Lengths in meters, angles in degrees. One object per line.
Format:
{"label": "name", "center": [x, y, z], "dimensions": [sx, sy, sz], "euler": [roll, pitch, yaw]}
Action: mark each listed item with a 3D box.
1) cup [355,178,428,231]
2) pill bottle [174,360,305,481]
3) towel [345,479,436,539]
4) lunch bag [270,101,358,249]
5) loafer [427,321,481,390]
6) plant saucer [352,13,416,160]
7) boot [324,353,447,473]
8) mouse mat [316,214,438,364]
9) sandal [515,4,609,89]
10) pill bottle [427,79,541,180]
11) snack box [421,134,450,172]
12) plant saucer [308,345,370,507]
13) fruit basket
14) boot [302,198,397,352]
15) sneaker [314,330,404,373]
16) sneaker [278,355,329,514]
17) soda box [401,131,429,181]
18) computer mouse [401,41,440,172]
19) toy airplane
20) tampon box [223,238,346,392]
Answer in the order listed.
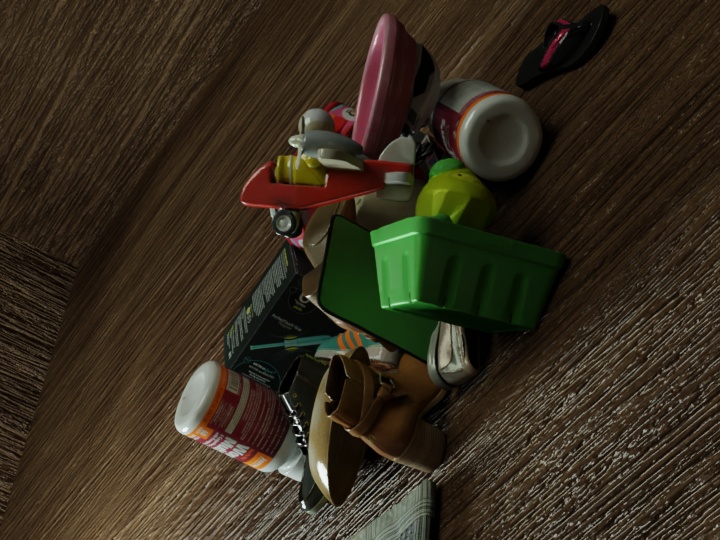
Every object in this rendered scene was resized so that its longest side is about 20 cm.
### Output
{"label": "cup", "center": [0.038, -0.050, 1.793], "dimensions": [0.201, 0.143, 0.201], "euler": [-50, 23, 30]}
{"label": "pill bottle", "center": [-0.150, 0.215, 1.821], "dimensions": [0.110, 0.199, 0.110], "euler": [-49, 23, 30]}
{"label": "towel", "center": [0.016, 0.354, 1.479], "dimensions": [0.200, 0.034, 0.193], "euler": [-45, 26, 40]}
{"label": "lunch bag", "center": [-0.045, -0.132, 1.842], "dimensions": [0.082, 0.176, 0.201], "euler": [24, 72, 26]}
{"label": "loafer", "center": [0.128, 0.048, 1.572], "dimensions": [0.063, 0.072, 0.201], "euler": [-20, 50, 42]}
{"label": "plant saucer", "center": [0.032, -0.233, 1.705], "dimensions": [0.201, 0.050, 0.202], "euler": [-168, 90, -83]}
{"label": "boot", "center": [0.024, 0.141, 1.556], "dimensions": [0.077, 0.155, 0.201], "euler": [-44, 26, 35]}
{"label": "mouse mat", "center": [0.037, 0.027, 1.609], "dimensions": [0.008, 0.199, 0.162], "euler": [-43, 27, 41]}
{"label": "sandal", "center": [0.256, -0.296, 1.720], "dimensions": [0.200, 0.045, 0.076], "euler": [-26, 40, 58]}
{"label": "pill bottle", "center": [0.156, -0.192, 1.714], "dimensions": [0.110, 0.109, 0.200], "euler": [-59, 20, 7]}
{"label": "snack box", "center": [0.129, -0.124, 1.768], "dimensions": [0.024, 0.072, 0.200], "euler": [-53, 22, 19]}
{"label": "plant saucer", "center": [-0.028, 0.192, 1.622], "dimensions": [0.200, 0.035, 0.202], "euler": [7, -90, -76]}
{"label": "fruit basket", "center": [0.120, -0.040, 1.495], "dimensions": [0.155, 0.215, 0.217], "euler": [-15, 50, 63]}
{"label": "boot", "center": [0.000, 0.000, 1.681], "dimensions": [0.073, 0.154, 0.201], "euler": [-27, 39, 39]}
{"label": "sneaker", "center": [0.011, 0.099, 1.780], "dimensions": [0.199, 0.071, 0.080], "euler": [-7, 56, 56]}
{"label": "sneaker", "center": [-0.074, 0.221, 1.758], "dimensions": [0.075, 0.106, 0.201], "euler": [-23, 48, 60]}
{"label": "soda box", "center": [0.053, -0.110, 1.939], "dimensions": [0.201, 0.068, 0.063], "euler": [-64, 22, -4]}
{"label": "computer mouse", "center": [0.078, -0.207, 1.681], "dimensions": [0.110, 0.044, 0.201], "euler": [114, 165, -63]}
{"label": "toy airplane", "center": [-0.028, -0.131, 1.568], "dimensions": [0.199, 0.198, 0.142], "euler": [-20, 85, 50]}
{"label": "tampon box", "center": [-0.091, 0.082, 1.923], "dimensions": [0.200, 0.149, 0.126], "euler": [-54, 22, 19]}
